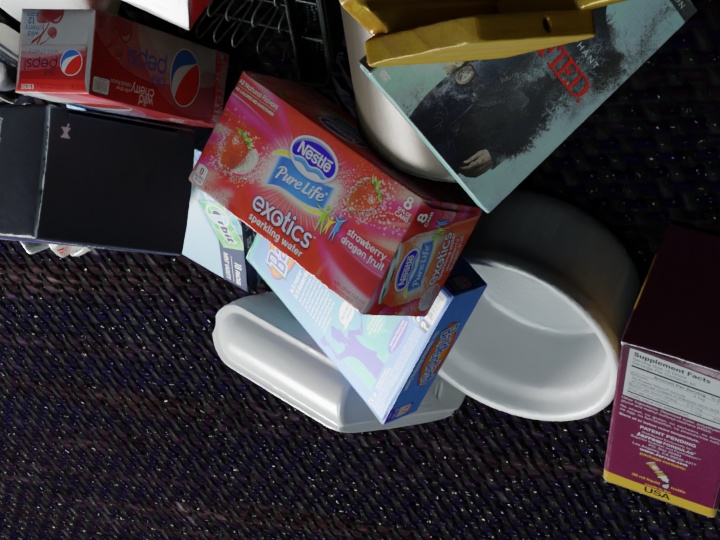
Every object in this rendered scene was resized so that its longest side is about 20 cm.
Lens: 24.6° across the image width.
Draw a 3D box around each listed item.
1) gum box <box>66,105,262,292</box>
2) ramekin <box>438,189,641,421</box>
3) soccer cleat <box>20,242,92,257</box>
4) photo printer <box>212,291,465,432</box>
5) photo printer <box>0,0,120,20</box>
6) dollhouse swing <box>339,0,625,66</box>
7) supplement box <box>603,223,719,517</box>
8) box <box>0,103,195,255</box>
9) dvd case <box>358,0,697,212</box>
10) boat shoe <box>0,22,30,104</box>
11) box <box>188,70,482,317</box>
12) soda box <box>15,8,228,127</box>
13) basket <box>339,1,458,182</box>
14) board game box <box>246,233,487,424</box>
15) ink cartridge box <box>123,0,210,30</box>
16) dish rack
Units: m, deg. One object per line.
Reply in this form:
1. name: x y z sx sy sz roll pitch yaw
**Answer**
1. gum box: -0.172 -0.090 1.483 0.199 0.045 0.171 30 148 22
2. ramekin: 0.138 0.026 1.380 0.199 0.098 0.201 20 145 15
3. soccer cleat: -0.239 -0.047 1.486 0.199 0.085 0.069 0 131 50
4. photo printer: -0.025 0.075 1.491 0.199 0.165 0.070 27 111 41
5. photo printer: -0.258 -0.257 1.292 0.166 0.070 0.200 38 161 -5
6. dollhouse swing: 0.098 -0.236 0.945 0.175 0.181 0.202 -8 92 45
7. supplement box: 0.267 0.084 1.328 0.102 0.131 0.201 18 144 16
8. box: -0.254 -0.074 1.350 0.147 0.106 0.199 7 179 -43
9. dvd case: 0.114 -0.154 1.087 0.146 0.200 0.022 47 179 -33
10. boat shoe: -0.318 -0.154 1.437 0.074 0.093 0.200 35 171 -14
11. box: -0.020 -0.058 1.249 0.200 0.100 0.095 38 -163 29
12. soda box: -0.180 -0.153 1.270 0.069 0.064 0.200 4 179 25
13. basket: 0.050 -0.186 1.143 0.180 0.136 0.201 30 149 42
14. board game box: 0.000 0.000 1.345 0.200 0.045 0.153 49 134 24
15. ink cartridge box: -0.102 -0.265 1.088 0.174 0.201 0.084 25 147 9
16. dish rack: -0.107 -0.232 1.271 0.198 0.055 0.154 17 143 20
